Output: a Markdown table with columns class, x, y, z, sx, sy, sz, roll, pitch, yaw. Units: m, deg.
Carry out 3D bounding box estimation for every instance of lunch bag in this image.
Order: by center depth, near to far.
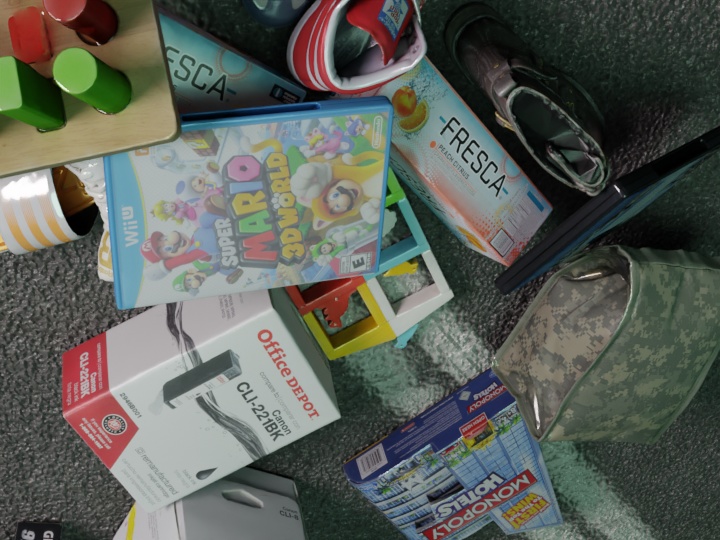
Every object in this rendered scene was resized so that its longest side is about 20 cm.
| class | x | y | z | sx | sy | sz | roll | pitch | yaw |
| --- | --- | --- | --- | --- | --- | --- | --- | --- | --- |
| lunch bag | 0.242 | 0.055 | 0.968 | 0.162 | 0.118 | 0.201 | 6 | 128 | -33 |

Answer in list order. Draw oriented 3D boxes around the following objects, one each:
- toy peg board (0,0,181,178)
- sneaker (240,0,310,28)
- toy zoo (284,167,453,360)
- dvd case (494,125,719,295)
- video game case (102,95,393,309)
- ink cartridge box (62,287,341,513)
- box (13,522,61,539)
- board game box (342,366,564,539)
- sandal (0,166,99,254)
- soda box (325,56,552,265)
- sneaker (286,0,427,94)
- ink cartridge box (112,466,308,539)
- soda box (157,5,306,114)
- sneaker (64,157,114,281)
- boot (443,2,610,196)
| class | x | y | z | sx | sy | sz | roll | pitch | yaw |
| --- | --- | --- | --- | --- | --- | --- | --- | --- | --- |
| toy peg board | -0.227 | -0.160 | 0.619 | 0.197 | 0.098 | 0.202 | -11 | 91 | 1 |
| sneaker | -0.048 | -0.245 | 0.697 | 0.069 | 0.082 | 0.202 | -5 | 128 | -16 |
| toy zoo | 0.000 | 0.000 | 0.925 | 0.130 | 0.021 | 0.201 | -26 | 127 | 3 |
| dvd case | 0.206 | -0.051 | 0.850 | 0.199 | 0.018 | 0.143 | -25 | 166 | -45 |
| video game case | -0.076 | -0.047 | 0.743 | 0.197 | 0.018 | 0.145 | -8 | 128 | -17 |
| ink cartridge box | -0.135 | 0.099 | 0.915 | 0.198 | 0.084 | 0.145 | -27 | 127 | 3 |
| box | -0.311 | 0.361 | 0.976 | 0.045 | 0.201 | 0.161 | 6 | 123 | -14 |
| board game box | 0.118 | 0.219 | 1.091 | 0.199 | 0.062 | 0.200 | -34 | 126 | 9 |
| sandal | -0.215 | -0.064 | 0.790 | 0.204 | 0.059 | 0.080 | -24 | 127 | 0 |
| soda box | 0.066 | -0.091 | 0.833 | 0.064 | 0.068 | 0.200 | -51 | 125 | -6 |
| sneaker | 0.027 | -0.203 | 0.712 | 0.071 | 0.113 | 0.201 | 31 | 96 | -21 |
| ink cartridge box | -0.156 | 0.301 | 1.015 | 0.144 | 0.145 | 0.201 | 20 | 116 | -27 |
| soda box | -0.141 | -0.146 | 0.745 | 0.198 | 0.064 | 0.069 | 24 | 101 | -30 |
| sneaker | -0.171 | -0.048 | 0.750 | 0.199 | 0.073 | 0.117 | 22 | 96 | -44 |
| boot | 0.143 | -0.106 | 0.794 | 0.199 | 0.175 | 0.069 | 33 | 111 | -32 |
